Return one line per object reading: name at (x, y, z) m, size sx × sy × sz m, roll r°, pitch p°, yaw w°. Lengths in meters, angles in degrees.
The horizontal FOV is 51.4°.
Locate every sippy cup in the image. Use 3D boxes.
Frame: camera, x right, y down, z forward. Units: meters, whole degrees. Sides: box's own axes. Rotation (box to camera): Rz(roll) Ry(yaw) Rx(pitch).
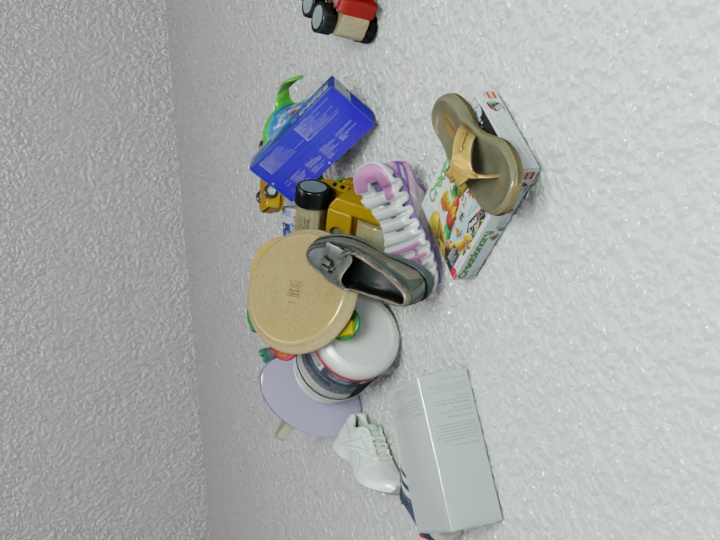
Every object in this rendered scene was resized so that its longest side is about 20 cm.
sippy cup at (-0.082, -0.240, 1.298) m, size 0.130 × 0.178 × 0.140 m, roll -12°, pitch 47°, yaw 57°

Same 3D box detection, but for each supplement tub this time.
supplement tub at (-0.030, 0.134, 1.234) m, size 0.200 × 0.140 × 0.141 m, roll 127°, pitch 132°, yaw -60°

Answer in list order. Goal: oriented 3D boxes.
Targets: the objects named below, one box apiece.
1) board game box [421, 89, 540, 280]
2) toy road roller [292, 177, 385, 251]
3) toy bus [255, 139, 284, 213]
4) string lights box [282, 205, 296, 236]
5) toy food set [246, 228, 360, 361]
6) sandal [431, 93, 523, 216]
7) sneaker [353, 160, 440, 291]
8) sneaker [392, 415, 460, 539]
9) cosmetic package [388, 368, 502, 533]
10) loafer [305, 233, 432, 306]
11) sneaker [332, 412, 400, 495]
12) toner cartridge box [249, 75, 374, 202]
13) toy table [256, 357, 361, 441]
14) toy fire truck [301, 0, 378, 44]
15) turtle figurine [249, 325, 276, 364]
board game box at (0.137, -0.098, 0.902) m, size 0.200 × 0.034 × 0.127 m, roll 112°, pitch 146°, yaw -49°
toy road roller at (-0.010, -0.080, 1.199) m, size 0.199 × 0.146 × 0.124 m, roll 22°, pitch 123°, yaw 23°
toy bus at (-0.161, -0.217, 1.505) m, size 0.065 × 0.078 × 0.201 m, roll 163°, pitch 111°, yaw -65°
string lights box at (-0.114, -0.028, 1.506) m, size 0.103 × 0.059 × 0.201 m, roll -160°, pitch 66°, yaw -67°
toy food set at (-0.090, 0.035, 1.136) m, size 0.049 × 0.199 × 0.199 m, roll 31°, pitch -127°, yaw -61°
sandal at (0.115, -0.130, 0.830) m, size 0.200 × 0.054 × 0.081 m, roll -117°, pitch 31°, yaw -42°
sneaker at (0.069, -0.067, 1.036) m, size 0.080 × 0.088 × 0.201 m, roll -13°, pitch 106°, yaw 40°
sneaker at (0.081, 0.295, 1.090) m, size 0.085 × 0.075 × 0.201 m, roll -46°, pitch 54°, yaw 57°
cosmetic package at (0.110, 0.243, 1.002) m, size 0.113 × 0.081 × 0.201 m, roll 139°, pitch 121°, yaw -64°
loafer at (0.000, 0.000, 1.024) m, size 0.199 × 0.063 × 0.072 m, roll 17°, pitch 120°, yaw 29°
sneaker at (0.016, 0.308, 1.264) m, size 0.200 × 0.070 × 0.081 m, roll 32°, pitch 105°, yaw 55°
toner cartridge box at (-0.079, -0.208, 1.201) m, size 0.200 × 0.095 × 0.043 m, roll -39°, pitch 28°, yaw 25°
toy table at (-0.103, 0.232, 1.399) m, size 0.200 × 0.184 × 0.117 m, roll 42°, pitch 162°, yaw -8°
toy fire truck at (-0.029, -0.474, 1.127) m, size 0.201 × 0.128 × 0.176 m, roll -63°, pitch 37°, yaw 35°
turtle figurine at (-0.109, 0.090, 1.410) m, size 0.101 × 0.199 × 0.150 m, roll 44°, pitch -159°, yaw -47°
